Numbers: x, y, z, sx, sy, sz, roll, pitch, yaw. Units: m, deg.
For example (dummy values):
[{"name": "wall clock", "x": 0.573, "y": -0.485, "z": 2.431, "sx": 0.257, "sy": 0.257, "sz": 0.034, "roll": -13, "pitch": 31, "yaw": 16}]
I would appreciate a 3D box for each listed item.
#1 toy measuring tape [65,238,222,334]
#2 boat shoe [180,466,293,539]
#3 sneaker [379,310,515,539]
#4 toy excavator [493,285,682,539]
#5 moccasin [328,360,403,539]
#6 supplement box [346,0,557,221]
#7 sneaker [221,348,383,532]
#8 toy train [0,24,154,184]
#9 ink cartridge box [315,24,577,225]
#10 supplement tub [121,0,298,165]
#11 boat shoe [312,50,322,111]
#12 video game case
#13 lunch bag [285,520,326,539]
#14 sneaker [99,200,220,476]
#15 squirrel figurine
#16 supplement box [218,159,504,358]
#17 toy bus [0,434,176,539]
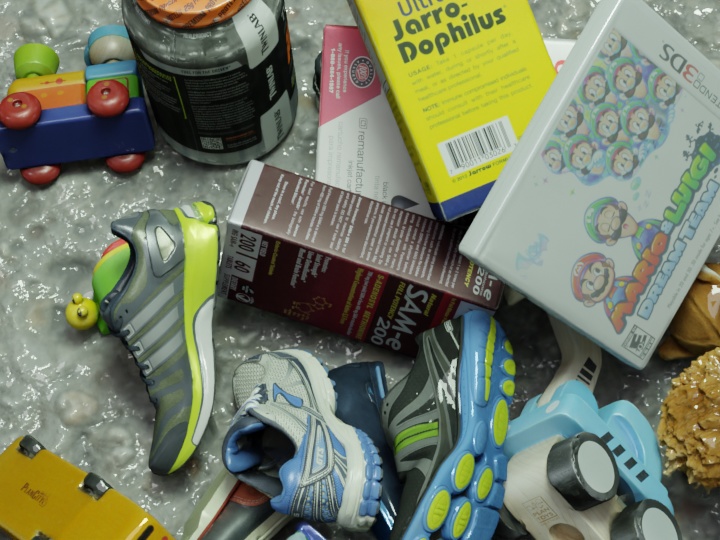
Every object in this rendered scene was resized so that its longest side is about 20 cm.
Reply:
[{"name": "toy measuring tape", "x": -0.135, "y": -0.007, "z": 1.145, "sx": 0.200, "sy": 0.074, "sz": 0.074, "roll": -25, "pitch": 65, "yaw": -8}, {"name": "boat shoe", "x": -0.113, "y": 0.220, "z": 1.035, "sx": 0.063, "sy": 0.071, "sz": 0.200, "roll": 38, "pitch": 66, "yaw": -8}, {"name": "sneaker", "x": 0.051, "y": 0.120, "z": 1.003, "sx": 0.083, "sy": 0.071, "sz": 0.200, "roll": -13, "pitch": 49, "yaw": 36}, {"name": "toy excavator", "x": 0.151, "y": 0.103, "z": 1.055, "sx": 0.195, "sy": 0.100, "sz": 0.200, "roll": 47, "pitch": 41, "yaw": -10}, {"name": "moccasin", "x": 0.030, "y": 0.144, "z": 1.057, "sx": 0.068, "sy": 0.081, "sz": 0.200, "roll": -22, "pitch": 66, "yaw": -12}, {"name": "supplement box", "x": 0.067, "y": -0.146, "z": 1.036, "sx": 0.109, "sy": 0.109, "sz": 0.201, "roll": -22, "pitch": 94, "yaw": 1}, {"name": "sneaker", "x": -0.058, "y": 0.108, "z": 1.031, "sx": 0.085, "sy": 0.077, "sz": 0.200, "roll": 5, "pitch": 18, "yaw": -27}, {"name": "toy train", "x": -0.271, "y": -0.137, "z": 1.215, "sx": 0.199, "sy": 0.085, "sz": 0.116, "roll": -8, "pitch": 53, "yaw": -1}, {"name": "ink cartridge box", "x": 0.068, "y": -0.108, "z": 1.137, "sx": 0.199, "sy": 0.084, "sz": 0.145, "roll": 3, "pitch": 95, "yaw": -1}, {"name": "supplement tub", "x": -0.115, "y": -0.179, "z": 1.156, "sx": 0.122, "sy": 0.200, "sz": 0.123, "roll": -1, "pitch": 64, "yaw": 2}, {"name": "boat shoe", "x": 0.059, "y": -0.141, "z": 1.205, "sx": 0.199, "sy": 0.060, "sz": 0.076, "roll": 4, "pitch": 64, "yaw": 5}, {"name": "video game case", "x": 0.178, "y": -0.057, "z": 0.995, "sx": 0.200, "sy": 0.182, "sz": 0.024, "roll": -60, "pitch": 34, "yaw": -2}, {"name": "lunch bag", "x": -0.017, "y": 0.294, "z": 0.968, "sx": 0.200, "sy": 0.127, "sz": 0.170, "roll": 39, "pitch": 69, "yaw": 7}, {"name": "sneaker", "x": -0.149, "y": 0.049, "z": 1.084, "sx": 0.081, "sy": 0.074, "sz": 0.201, "roll": 1, "pitch": 89, "yaw": -17}, {"name": "squirrel figurine", "x": 0.286, "y": 0.067, "z": 1.035, "sx": 0.186, "sy": 0.142, "sz": 0.200, "roll": 33, "pitch": 49, "yaw": 25}, {"name": "supplement box", "x": 0.000, "y": 0.000, "z": 1.090, "sx": 0.199, "sy": 0.109, "sz": 0.061, "roll": 17, "pitch": 58, "yaw": 0}, {"name": "toy bus", "x": -0.196, "y": 0.176, "z": 1.023, "sx": 0.065, "sy": 0.078, "sz": 0.200, "roll": -50, "pitch": 32, "yaw": -18}]
